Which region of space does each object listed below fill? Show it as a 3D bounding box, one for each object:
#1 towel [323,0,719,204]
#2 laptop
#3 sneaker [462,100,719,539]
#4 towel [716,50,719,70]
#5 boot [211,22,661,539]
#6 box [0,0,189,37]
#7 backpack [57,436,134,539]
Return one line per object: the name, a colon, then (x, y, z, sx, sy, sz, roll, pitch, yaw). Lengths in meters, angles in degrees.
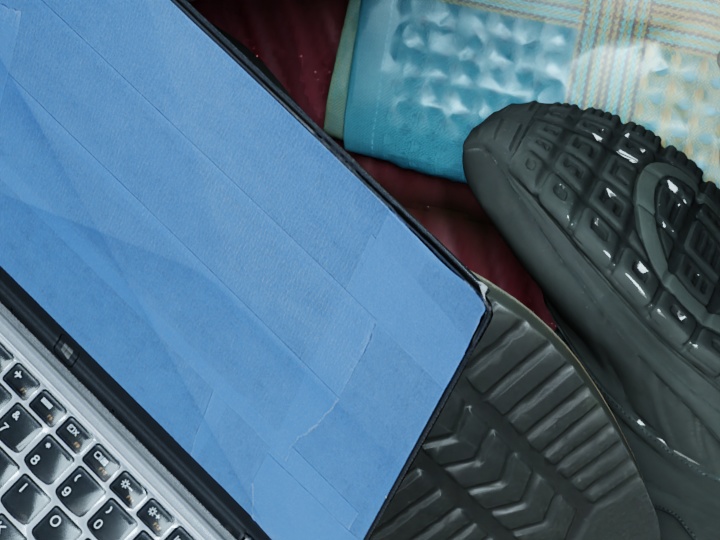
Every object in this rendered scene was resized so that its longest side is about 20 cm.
towel: (0.097, -0.084, 0.819, 0.199, 0.022, 0.148, 14, 100, 7)
laptop: (-0.098, 0.029, 0.655, 0.187, 0.116, 0.200, 43, 84, 15)
sneaker: (0.090, 0.041, 0.805, 0.200, 0.076, 0.091, 50, 125, -2)
towel: (0.191, -0.073, 0.731, 0.132, 0.200, 0.035, 39, 146, 6)
boot: (0.000, 0.000, 0.799, 0.077, 0.138, 0.200, -42, 108, 13)
box: (0.005, -0.101, 0.733, 0.199, 0.137, 0.038, -13, 95, -1)
backpack: (-0.092, 0.059, 0.793, 0.134, 0.182, 0.201, -21, 88, 18)
